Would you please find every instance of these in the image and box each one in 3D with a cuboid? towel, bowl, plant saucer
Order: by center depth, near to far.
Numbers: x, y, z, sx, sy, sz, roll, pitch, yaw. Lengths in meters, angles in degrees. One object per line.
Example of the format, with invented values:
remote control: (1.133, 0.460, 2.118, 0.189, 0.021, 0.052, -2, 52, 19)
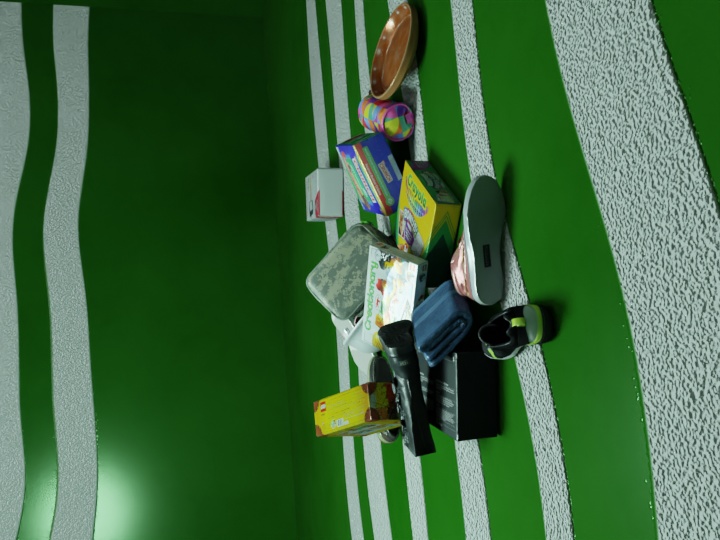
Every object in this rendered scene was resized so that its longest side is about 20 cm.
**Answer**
towel: (0.141, 0.083, 1.265, 0.112, 0.049, 0.200, -44, 9, 12)
plant saucer: (0.075, -0.461, 1.565, 0.200, 0.032, 0.204, -166, 89, -70)
bowl: (0.057, 0.107, 1.579, 0.202, 0.090, 0.201, -52, -4, -5)

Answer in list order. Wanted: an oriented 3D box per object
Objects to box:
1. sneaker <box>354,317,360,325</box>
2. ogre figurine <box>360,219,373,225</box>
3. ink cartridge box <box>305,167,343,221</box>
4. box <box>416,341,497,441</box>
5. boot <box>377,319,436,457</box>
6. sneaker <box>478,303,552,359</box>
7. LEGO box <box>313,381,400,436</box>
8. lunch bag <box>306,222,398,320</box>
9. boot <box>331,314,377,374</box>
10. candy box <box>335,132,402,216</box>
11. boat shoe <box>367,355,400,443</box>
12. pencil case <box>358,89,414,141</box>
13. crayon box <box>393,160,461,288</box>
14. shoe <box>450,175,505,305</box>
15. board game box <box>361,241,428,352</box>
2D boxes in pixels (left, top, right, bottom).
sneaker: (0.018, 0.113, 1.822, 0.200, 0.080, 0.072, -161, 69, -75)
ogre figurine: (0.021, -0.004, 1.778, 0.120, 0.096, 0.203, -96, 21, -65)
ink cartridge box: (-0.113, -0.232, 2.295, 0.200, 0.084, 0.151, 176, 93, -74)
box: (0.163, 0.199, 1.278, 0.200, 0.077, 0.144, -177, 83, -76)
boot: (0.085, 0.203, 1.305, 0.165, 0.064, 0.204, -79, -26, -76)
sneaker: (0.206, 0.086, 1.087, 0.200, 0.081, 0.073, 128, 138, -68)
LEGO box: (0.015, 0.301, 1.589, 0.199, 0.147, 0.079, -28, 62, 45)
lunch bag: (0.000, 0.000, 1.614, 0.201, 0.139, 0.168, -49, -8, 10)
boot: (0.010, 0.171, 1.911, 0.073, 0.090, 0.202, -39, 75, 37)
candy box: (0.028, -0.216, 1.645, 0.171, 0.076, 0.200, 65, 170, -14)
boat shoe: (0.063, 0.293, 1.706, 0.066, 0.070, 0.205, 141, 126, -59)
pencil case: (0.056, -0.342, 1.631, 0.200, 0.087, 0.090, -125, 36, -63)
crayon box: (0.124, -0.094, 1.434, 0.201, 0.057, 0.175, -115, 27, -56)
shoe: (0.182, -0.049, 1.186, 0.091, 0.070, 0.205, -163, 67, -69)
board game box: (0.063, 0.061, 1.415, 0.125, 0.034, 0.204, 23, 117, 41)
